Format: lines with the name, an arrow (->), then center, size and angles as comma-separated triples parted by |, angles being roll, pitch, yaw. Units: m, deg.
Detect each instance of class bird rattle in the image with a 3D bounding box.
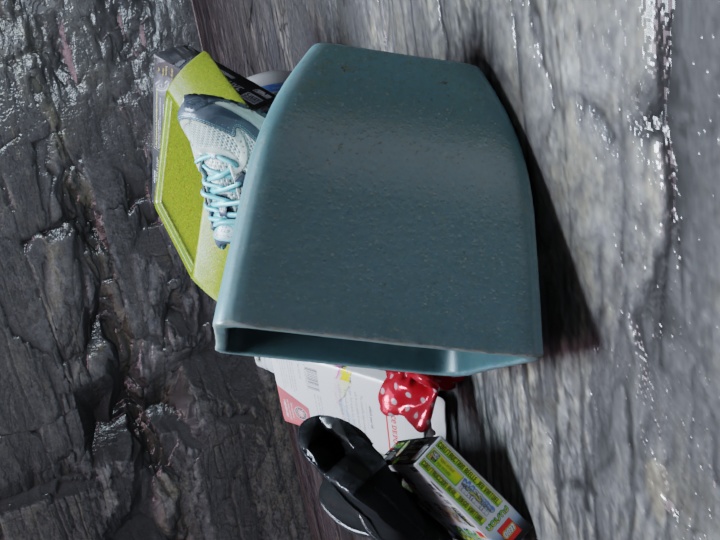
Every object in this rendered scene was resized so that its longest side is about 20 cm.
bird rattle -> 0.021, 0.040, 0.839 | 0.163, 0.113, 0.200 | 31, 153, 29

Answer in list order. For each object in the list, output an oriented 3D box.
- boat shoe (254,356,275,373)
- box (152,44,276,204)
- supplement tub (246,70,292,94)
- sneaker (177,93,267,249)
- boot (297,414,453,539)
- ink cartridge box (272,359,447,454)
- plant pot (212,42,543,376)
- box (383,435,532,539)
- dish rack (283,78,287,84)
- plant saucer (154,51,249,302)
boat shoe -> -0.110, 0.037, 1.069 | 0.074, 0.067, 0.200 | -46, -44, -57
box -> -0.166, -0.130, 1.042 | 0.158, 0.050, 0.200 | 32, 132, 27
supplement tub -> -0.099, -0.142, 1.190 | 0.132, 0.132, 0.200 | 115, 140, -74
sneaker -> -0.091, -0.062, 0.750 | 0.086, 0.078, 0.200 | -64, -32, -21
boot -> -0.011, 0.198, 0.868 | 0.165, 0.066, 0.200 | 17, 158, 37
ink cartridge box -> 0.011, 0.129, 0.991 | 0.068, 0.200, 0.117 | -52, -33, -42
plant pot -> 0.007, -0.039, 0.640 | 0.196, 0.196, 0.200 | 130, 145, -77
box -> 0.079, 0.206, 0.861 | 0.110, 0.035, 0.200 | 45, 166, 2
dish rack -> -0.045, -0.090, 0.951 | 0.200, 0.044, 0.172 | -89, -11, -55
plant saucer -> -0.158, -0.088, 0.921 | 0.200, 0.048, 0.200 | 53, 139, 43
